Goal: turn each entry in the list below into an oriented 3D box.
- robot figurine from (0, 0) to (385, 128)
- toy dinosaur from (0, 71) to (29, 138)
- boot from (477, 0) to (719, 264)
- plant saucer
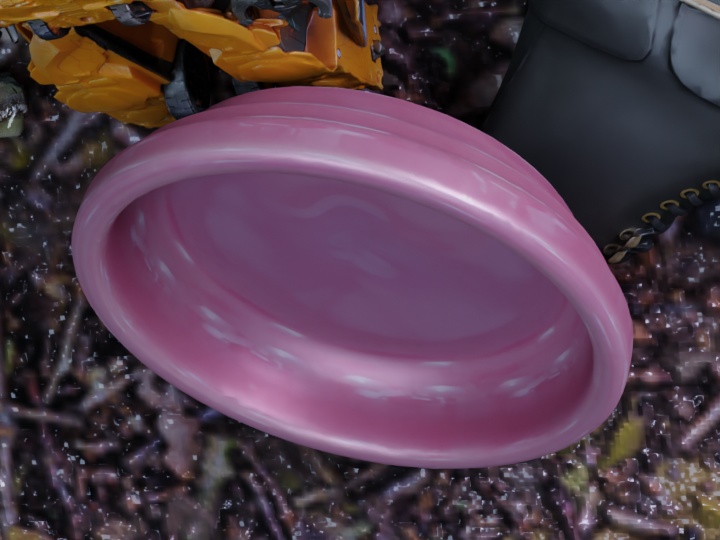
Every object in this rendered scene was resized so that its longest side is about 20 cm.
[{"bbox_3d":[-0.071,-0.093,0.839,0.145,0.200,0.058,-8,77,18],"label":"robot figurine"},{"bbox_3d":[-0.199,-0.017,0.989,0.200,0.047,0.088,-17,90,22],"label":"toy dinosaur"},{"bbox_3d":[0.136,-0.037,0.876,0.200,0.077,0.139,36,121,15],"label":"boot"},{"bbox_3d":[0.000,0.000,0.892,0.200,0.051,0.201,13,149,8],"label":"plant saucer"}]
